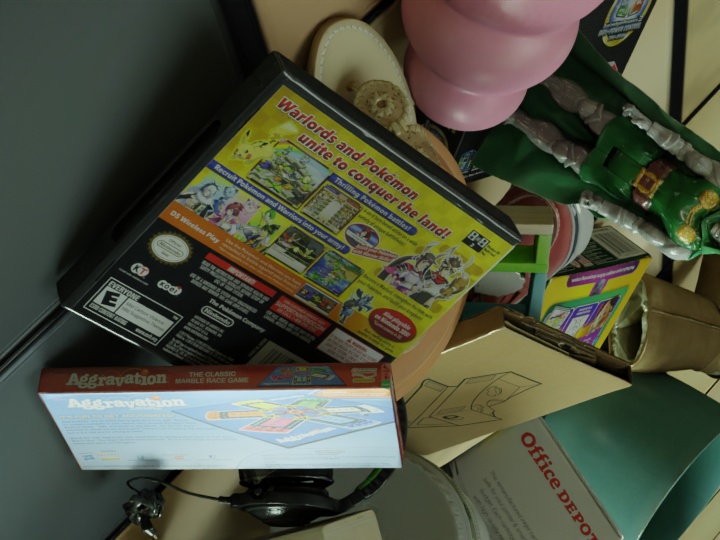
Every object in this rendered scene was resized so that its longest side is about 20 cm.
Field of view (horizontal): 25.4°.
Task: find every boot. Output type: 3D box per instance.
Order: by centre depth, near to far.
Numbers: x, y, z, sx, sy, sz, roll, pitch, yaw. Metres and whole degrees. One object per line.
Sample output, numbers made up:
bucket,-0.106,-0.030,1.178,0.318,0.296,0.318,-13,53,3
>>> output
boot,0.339,0.026,1.659,0.200,0.066,0.176,13,76,-46

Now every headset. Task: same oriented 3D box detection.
headset,-0.061,0.112,1.035,0.200,0.124,0.094,-25,172,-18

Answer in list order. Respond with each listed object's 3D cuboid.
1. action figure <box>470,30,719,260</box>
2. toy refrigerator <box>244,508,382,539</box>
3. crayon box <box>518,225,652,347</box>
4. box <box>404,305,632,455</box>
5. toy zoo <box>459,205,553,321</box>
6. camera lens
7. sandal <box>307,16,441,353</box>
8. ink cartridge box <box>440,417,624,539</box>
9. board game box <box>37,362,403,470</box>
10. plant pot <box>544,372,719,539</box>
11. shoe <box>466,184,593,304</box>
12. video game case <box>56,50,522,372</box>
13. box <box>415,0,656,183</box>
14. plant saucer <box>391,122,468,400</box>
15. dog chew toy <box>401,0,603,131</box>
action figure,0.167,-0.067,0.999,0.055,0.200,0.118,-3,125,-57
toy refrigerator,-0.079,0.222,1.074,0.200,0.076,0.070,-19,173,32
crayon box,0.155,0.053,1.403,0.200,0.058,0.173,-9,133,-55
box,0.073,0.086,1.160,0.200,0.021,0.163,-25,148,35
toy zoo,0.065,0.031,1.150,0.200,0.131,0.021,92,-1,-46
camera lens,0.019,0.223,1.247,0.160,0.160,0.200,-50,163,-5
sandal,0.028,-0.045,0.943,0.078,0.070,0.212,-26,118,-36
ink cartridge box,0.107,0.239,1.392,0.200,0.147,0.086,-32,165,-7
board game box,-0.077,0.087,0.931,0.103,0.199,0.020,80,10,-58
plant pot,0.281,0.189,1.671,0.200,0.161,0.201,-40,153,-26
shoe,0.098,-0.001,1.181,0.091,0.072,0.200,-37,170,-29
video game case,-0.036,-0.006,0.893,0.181,0.026,0.200,-44,130,17
box,0.124,-0.148,1.106,0.200,0.044,0.161,-19,139,-50
plant saucer,0.000,0.000,1.002,0.200,0.032,0.201,-12,109,-38
dog chew toy,0.079,-0.162,0.934,0.124,0.125,0.200,-32,156,-37
